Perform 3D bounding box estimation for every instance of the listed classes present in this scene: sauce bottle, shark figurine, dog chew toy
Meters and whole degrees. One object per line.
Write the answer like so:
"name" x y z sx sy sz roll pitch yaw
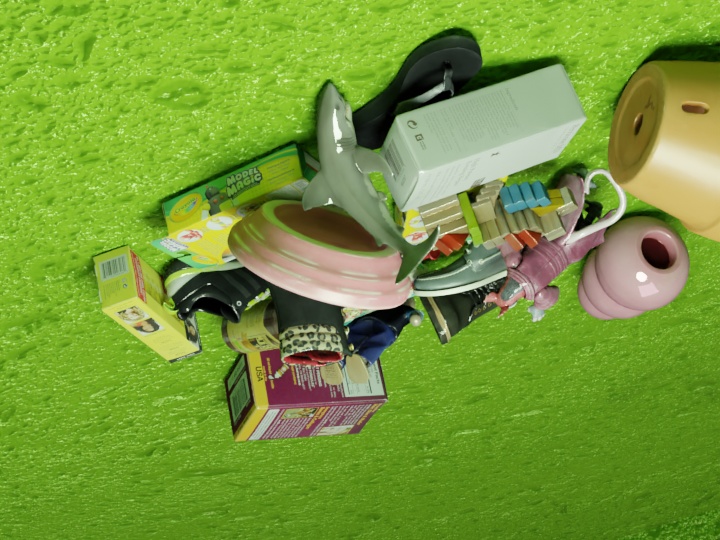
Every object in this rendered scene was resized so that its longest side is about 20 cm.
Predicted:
"sauce bottle" -0.102 0.066 1.786 0.064 0.065 0.200 6 168 -34
"shark figurine" -0.010 -0.070 1.458 0.089 0.215 0.128 -26 168 -22
"dog chew toy" 0.352 0.008 1.892 0.124 0.125 0.200 -3 161 -19

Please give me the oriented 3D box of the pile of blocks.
"pile of blocks" 0.162 -0.055 1.590 0.199 0.062 0.082 -10 154 -18

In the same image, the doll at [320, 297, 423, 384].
"doll" 0.016 0.078 1.851 0.136 0.049 0.200 -5 -156 32

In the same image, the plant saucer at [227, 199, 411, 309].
"plant saucer" -0.038 -0.023 1.488 0.200 0.200 0.051 7 111 -35

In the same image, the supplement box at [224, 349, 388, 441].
"supplement box" -0.080 0.171 2.034 0.199 0.104 0.131 0 152 -23

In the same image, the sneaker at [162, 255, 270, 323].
"sneaker" -0.146 0.029 1.735 0.199 0.083 0.072 -4 154 -18

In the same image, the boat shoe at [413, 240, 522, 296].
"boat shoe" 0.154 -0.019 1.783 0.199 0.062 0.073 -18 -169 -8

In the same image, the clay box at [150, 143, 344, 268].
"clay box" -0.129 -0.067 1.588 0.199 0.048 0.115 -21 155 18

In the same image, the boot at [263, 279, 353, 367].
"boot" -0.028 0.035 1.623 0.203 0.155 0.073 6 152 -39

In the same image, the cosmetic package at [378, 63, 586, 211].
"cosmetic package" 0.125 -0.138 1.475 0.199 0.074 0.102 -19 164 -17

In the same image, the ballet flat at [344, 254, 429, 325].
"ballet flat" -0.006 0.025 1.833 0.199 0.076 0.064 -25 122 15

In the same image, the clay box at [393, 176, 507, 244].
"clay box" 0.102 -0.091 1.630 0.114 0.048 0.200 -10 156 -10

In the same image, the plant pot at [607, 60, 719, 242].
"plant pot" 0.356 -0.141 1.522 0.139 0.201 0.200 13 148 -13

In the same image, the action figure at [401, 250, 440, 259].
"action figure" 0.000 0.000 1.769 0.199 0.066 0.052 -27 178 25

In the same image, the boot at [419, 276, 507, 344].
"boot" 0.155 0.030 1.851 0.138 0.078 0.200 -23 -174 10

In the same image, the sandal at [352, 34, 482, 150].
"sandal" 0.059 -0.173 1.463 0.076 0.043 0.200 6 149 -35

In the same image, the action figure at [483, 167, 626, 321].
"action figure" 0.230 -0.015 1.695 0.134 0.200 0.149 47 162 -17

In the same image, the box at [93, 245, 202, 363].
"box" -0.257 0.044 1.728 0.050 0.076 0.200 -19 153 10
